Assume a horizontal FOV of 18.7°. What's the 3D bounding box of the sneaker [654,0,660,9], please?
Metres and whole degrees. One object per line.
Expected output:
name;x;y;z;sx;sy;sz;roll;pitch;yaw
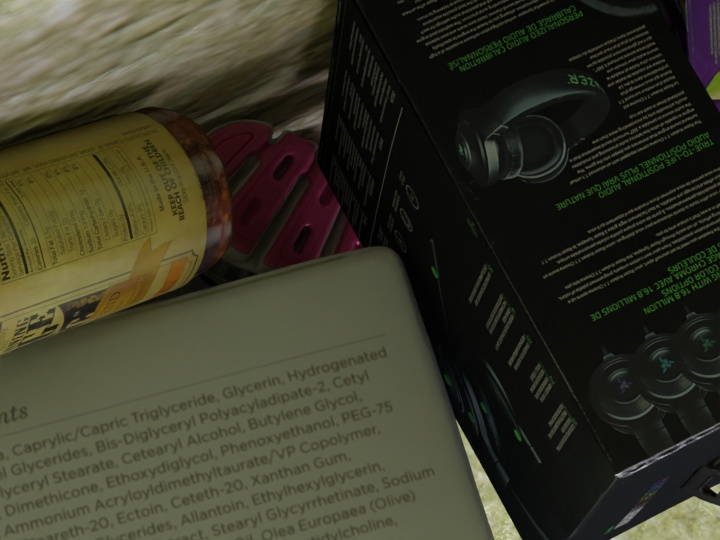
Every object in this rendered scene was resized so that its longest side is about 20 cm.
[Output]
sneaker;0.112;-0.054;0.911;0.202;0.146;0.077;-24;176;-10

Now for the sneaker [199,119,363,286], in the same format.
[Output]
sneaker;0.000;0.000;0.910;0.200;0.074;0.087;26;164;-25

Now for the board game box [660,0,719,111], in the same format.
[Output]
board game box;0.165;-0.110;0.789;0.120;0.032;0.200;-23;149;-3

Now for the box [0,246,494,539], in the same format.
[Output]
box;-0.067;0.117;0.802;0.200;0.171;0.199;-14;164;-13

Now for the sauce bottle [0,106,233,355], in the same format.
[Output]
sauce bottle;-0.131;0.000;0.687;0.200;0.066;0.066;-21;173;-39

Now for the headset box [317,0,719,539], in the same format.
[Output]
headset box;0.072;-0.003;0.759;0.093;0.200;0.174;-25;165;-11

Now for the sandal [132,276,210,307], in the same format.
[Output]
sandal;-0.144;0.037;0.898;0.202;0.083;0.050;-11;150;-26
